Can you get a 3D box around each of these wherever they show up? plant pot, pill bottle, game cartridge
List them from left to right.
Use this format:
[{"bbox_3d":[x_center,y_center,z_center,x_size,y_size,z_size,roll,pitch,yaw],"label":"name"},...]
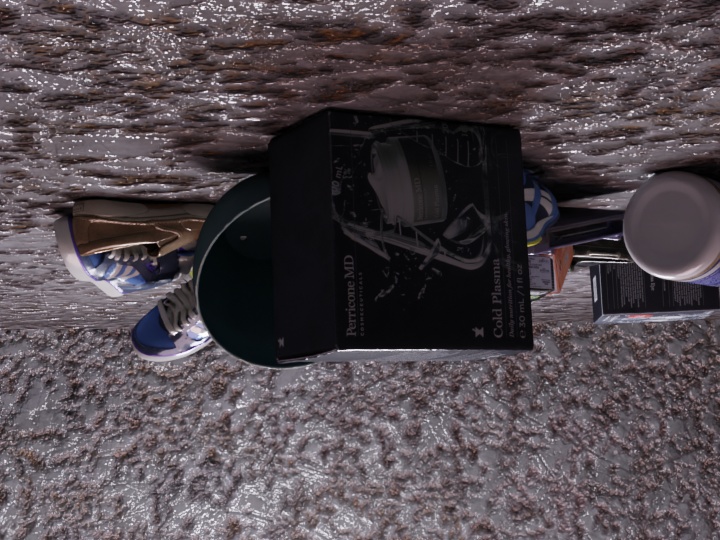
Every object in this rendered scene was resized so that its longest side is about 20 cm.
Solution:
[{"bbox_3d":[-0.079,-0.022,1.324,0.200,0.200,0.135,1,-150,-21],"label":"plant pot"},{"bbox_3d":[0.203,-0.045,1.492,0.130,0.038,0.200,1,-171,45],"label":"game cartridge"},{"bbox_3d":[0.381,-0.041,1.453,0.116,0.116,0.200,-7,171,38],"label":"pill bottle"}]

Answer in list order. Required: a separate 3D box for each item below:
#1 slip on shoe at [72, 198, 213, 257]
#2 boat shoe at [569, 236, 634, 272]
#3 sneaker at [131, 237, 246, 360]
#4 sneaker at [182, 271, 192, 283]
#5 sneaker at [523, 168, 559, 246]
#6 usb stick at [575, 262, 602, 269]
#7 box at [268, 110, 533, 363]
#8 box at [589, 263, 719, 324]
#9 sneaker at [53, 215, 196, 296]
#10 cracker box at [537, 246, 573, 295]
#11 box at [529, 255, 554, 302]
[{"bbox_3d":[-0.228,-0.044,1.506,0.200,0.061,0.076,3,172,-33],"label":"slip on shoe"},{"bbox_3d":[0.265,-0.029,1.756,0.200,0.064,0.071,-5,173,26],"label":"boat shoe"},{"bbox_3d":[-0.195,0.024,1.583,0.200,0.081,0.146,-22,151,-4],"label":"sneaker"},{"bbox_3d":[-0.140,-0.019,1.759,0.200,0.075,0.076,-10,170,-26],"label":"sneaker"},{"bbox_3d":[0.154,-0.073,1.345,0.074,0.082,0.200,-18,-171,15],"label":"sneaker"},{"bbox_3d":[0.306,-0.016,2.028,0.055,0.033,0.200,10,169,-28],"label":"usb stick"},{"bbox_3d":[0.034,-0.023,1.151,0.196,0.200,0.124,1,171,-28],"label":"box"},{"bbox_3d":[0.466,0.026,2.121,0.182,0.104,0.200,-4,174,6],"label":"box"},{"bbox_3d":[-0.267,-0.035,1.596,0.146,0.081,0.200,-20,159,6],"label":"sneaker"},{"bbox_3d":[0.162,-0.013,1.684,0.200,0.058,0.134,-3,-160,18],"label":"cracker box"},{"bbox_3d":[0.091,0.024,1.519,0.200,0.048,0.193,4,164,-19],"label":"box"}]
